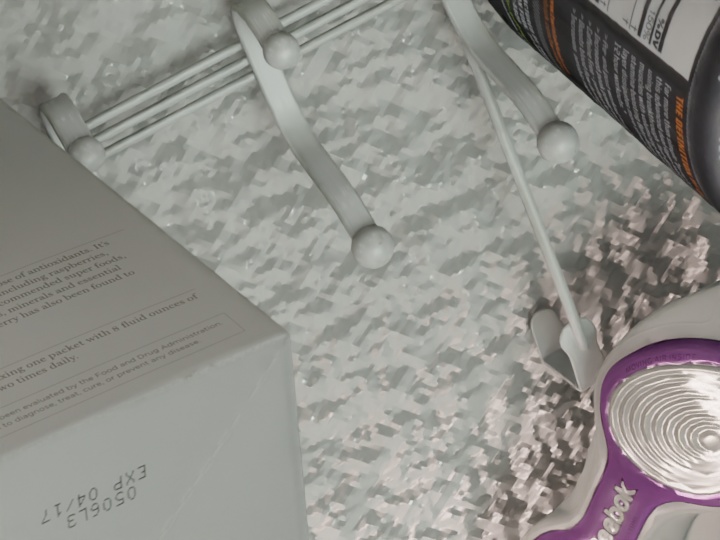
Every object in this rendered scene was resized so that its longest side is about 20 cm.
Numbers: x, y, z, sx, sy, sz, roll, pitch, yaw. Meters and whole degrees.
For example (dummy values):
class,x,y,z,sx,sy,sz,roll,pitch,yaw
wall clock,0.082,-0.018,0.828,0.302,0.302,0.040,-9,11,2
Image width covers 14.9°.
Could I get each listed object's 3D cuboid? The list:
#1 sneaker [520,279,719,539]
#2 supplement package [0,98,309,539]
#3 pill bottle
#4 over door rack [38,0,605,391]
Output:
class,x,y,z,sx,sy,sz,roll,pitch,yaw
sneaker,0.119,0.060,0.958,0.100,0.075,0.200,-31,160,-46
supplement package,-0.115,0.042,0.739,0.121,0.200,0.120,-23,128,-25
pill bottle,0.121,-0.073,0.809,0.106,0.200,0.107,-14,125,-21
over door rack,0.000,0.000,0.874,0.147,0.067,0.200,-28,129,-10
